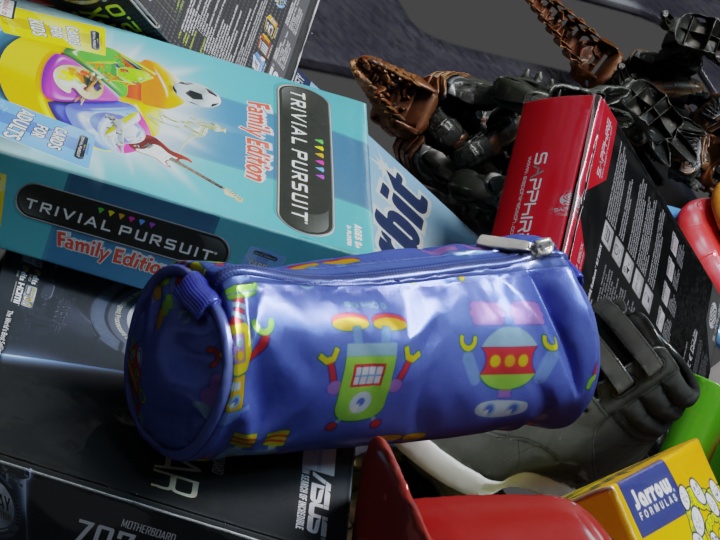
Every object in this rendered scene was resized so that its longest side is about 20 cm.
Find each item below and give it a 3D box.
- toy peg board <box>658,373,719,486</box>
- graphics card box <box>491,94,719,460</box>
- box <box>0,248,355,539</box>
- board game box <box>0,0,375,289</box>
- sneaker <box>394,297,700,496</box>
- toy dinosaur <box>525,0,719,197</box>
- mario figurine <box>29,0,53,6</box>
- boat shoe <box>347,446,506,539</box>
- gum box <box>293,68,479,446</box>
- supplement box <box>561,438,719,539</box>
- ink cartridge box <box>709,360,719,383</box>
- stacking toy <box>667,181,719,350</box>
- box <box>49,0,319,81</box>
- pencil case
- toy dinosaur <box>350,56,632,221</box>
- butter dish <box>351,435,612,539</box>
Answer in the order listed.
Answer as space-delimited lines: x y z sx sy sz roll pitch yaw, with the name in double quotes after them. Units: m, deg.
0.240 0.136 1.466 0.199 0.098 0.200 23 0 38 "toy peg board"
0.126 0.017 1.504 0.200 0.051 0.126 51 46 -48 "graphics card box"
-0.081 0.052 1.203 0.159 0.044 0.200 18 33 -7 "box"
-0.095 -0.050 1.256 0.199 0.047 0.151 16 27 -10 "board game box"
0.082 0.051 1.351 0.200 0.099 0.071 15 31 -52 "sneaker"
0.185 -0.104 1.857 0.199 0.103 0.136 18 -10 -10 "toy dinosaur"
-0.137 -0.227 1.405 0.106 0.123 0.201 -6 102 -79 "mario figurine"
0.019 0.110 1.323 0.200 0.063 0.073 5 49 -55 "boat shoe"
0.000 0.000 1.465 0.200 0.045 0.170 43 27 -15 "gum box"
0.128 0.193 1.285 0.109 0.109 0.201 -17 81 -62 "supplement box"
0.297 0.114 1.750 0.199 0.067 0.117 18 39 -46 "ink cartridge box"
0.280 -0.040 1.779 0.110 0.200 0.116 13 44 -51 "stacking toy"
-0.075 -0.176 1.382 0.160 0.044 0.201 48 47 -41 "box"
0.006 0.028 1.165 0.199 0.087 0.078 -4 30 -33 "pencil case"
0.061 -0.065 1.587 0.135 0.103 0.199 21 16 42 "toy dinosaur"
0.078 0.176 1.147 0.147 0.200 0.200 -14 56 -14 "butter dish"
